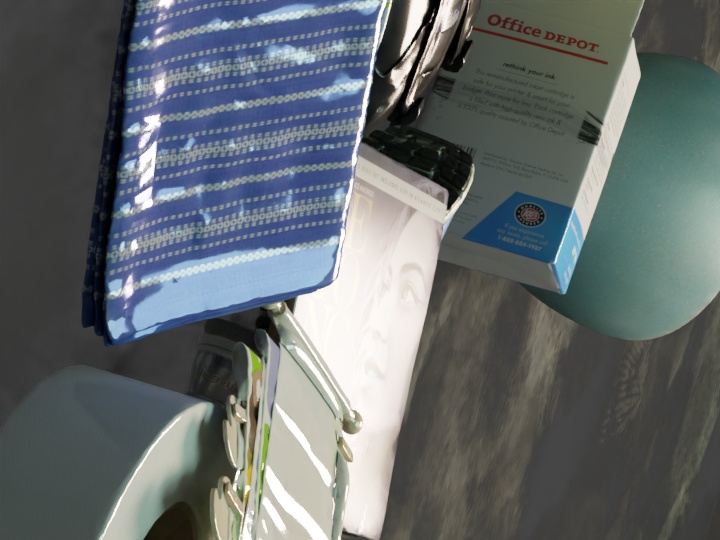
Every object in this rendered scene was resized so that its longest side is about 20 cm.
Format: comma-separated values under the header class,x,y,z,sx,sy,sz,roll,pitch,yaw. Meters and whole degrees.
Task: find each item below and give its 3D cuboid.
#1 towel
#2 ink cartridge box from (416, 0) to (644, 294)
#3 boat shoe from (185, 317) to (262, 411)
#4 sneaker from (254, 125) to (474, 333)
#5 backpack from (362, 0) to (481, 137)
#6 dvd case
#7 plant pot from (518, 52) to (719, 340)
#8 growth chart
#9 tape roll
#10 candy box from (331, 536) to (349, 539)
class,x,y,z,sx,sy,sz,roll,pitch,yaw
towel,-0.054,-0.062,1.183,0.144,0.024,0.200,-13,129,-33
ink cartridge box,0.106,-0.099,1.646,0.068,0.116,0.201,60,49,-68
boat shoe,-0.050,0.095,1.405,0.065,0.074,0.202,-62,156,-18
sneaker,0.000,0.000,1.491,0.200,0.078,0.089,-55,163,-28
backpack,0.009,-0.189,1.244,0.163,0.154,0.200,-48,169,-45
dvd case,-0.007,0.036,1.370,0.149,0.016,0.201,26,73,-60
plant pot,0.151,-0.061,1.760,0.134,0.200,0.201,12,95,-36
growth chart,-0.038,0.104,1.242,0.200,0.018,0.145,-80,152,-42
tape roll,-0.127,0.149,1.198,0.202,0.071,0.203,16,90,-74
candy box,-0.003,0.259,1.435,0.200,0.167,0.072,-67,-152,12
